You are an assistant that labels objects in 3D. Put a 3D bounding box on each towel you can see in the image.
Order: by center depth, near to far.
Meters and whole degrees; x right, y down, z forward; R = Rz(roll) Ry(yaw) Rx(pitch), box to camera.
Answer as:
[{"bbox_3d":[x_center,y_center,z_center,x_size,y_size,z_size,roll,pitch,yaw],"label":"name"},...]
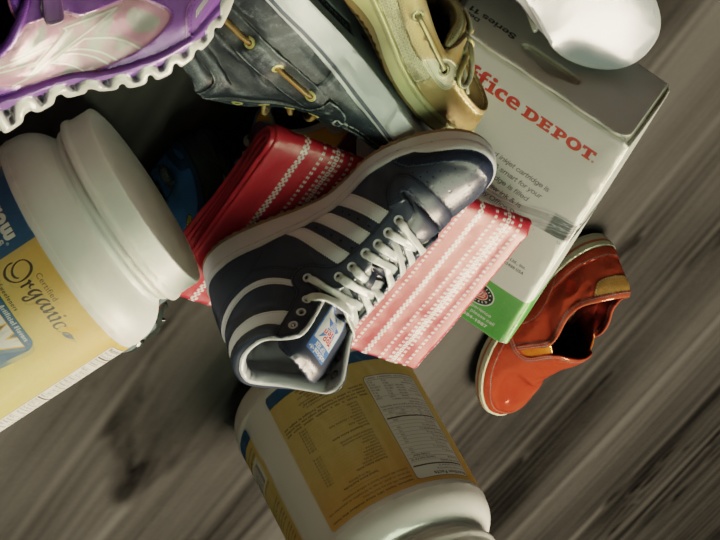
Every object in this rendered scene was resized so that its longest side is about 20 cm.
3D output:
[{"bbox_3d":[-0.010,-0.014,1.617,0.199,0.023,0.145,18,128,-29],"label":"towel"}]

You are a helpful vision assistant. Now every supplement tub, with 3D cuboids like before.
[{"bbox_3d":[-0.211,0.008,1.543,0.199,0.145,0.145,-33,151,5],"label":"supplement tub"},{"bbox_3d":[0.007,0.164,1.911,0.144,0.201,0.145,-22,150,-13],"label":"supplement tub"}]

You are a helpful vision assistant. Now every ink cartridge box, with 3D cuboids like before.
[{"bbox_3d":[0.089,-0.074,1.672,0.083,0.146,0.200,-50,173,-47],"label":"ink cartridge box"}]

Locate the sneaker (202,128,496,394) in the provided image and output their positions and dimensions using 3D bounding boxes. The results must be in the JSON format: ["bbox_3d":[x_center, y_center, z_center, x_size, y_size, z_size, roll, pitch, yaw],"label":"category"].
[{"bbox_3d":[0.000,0.000,1.538,0.199,0.109,0.070,-27,134,15],"label":"sneaker"}]

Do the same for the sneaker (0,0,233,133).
[{"bbox_3d":[-0.163,-0.144,1.424,0.199,0.081,0.089,-25,143,-7],"label":"sneaker"}]

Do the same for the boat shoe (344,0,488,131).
[{"bbox_3d":[0.035,-0.159,1.528,0.063,0.073,0.201,-22,127,16],"label":"boat shoe"}]

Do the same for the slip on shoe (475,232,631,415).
[{"bbox_3d":[0.150,0.055,2.032,0.074,0.061,0.200,-8,145,-37],"label":"slip on shoe"}]

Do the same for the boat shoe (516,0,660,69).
[{"bbox_3d":[0.103,-0.198,1.563,0.201,0.086,0.075,29,118,-38],"label":"boat shoe"}]

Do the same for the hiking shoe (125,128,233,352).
[{"bbox_3d":[-0.146,-0.012,1.643,0.086,0.075,0.200,-5,142,-39],"label":"hiking shoe"}]

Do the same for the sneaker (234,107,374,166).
[{"bbox_3d":[-0.055,-0.065,1.658,0.199,0.090,0.075,-24,-162,27],"label":"sneaker"}]

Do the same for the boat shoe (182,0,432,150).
[{"bbox_3d":[-0.038,-0.119,1.544,0.091,0.071,0.200,-32,125,17],"label":"boat shoe"}]
